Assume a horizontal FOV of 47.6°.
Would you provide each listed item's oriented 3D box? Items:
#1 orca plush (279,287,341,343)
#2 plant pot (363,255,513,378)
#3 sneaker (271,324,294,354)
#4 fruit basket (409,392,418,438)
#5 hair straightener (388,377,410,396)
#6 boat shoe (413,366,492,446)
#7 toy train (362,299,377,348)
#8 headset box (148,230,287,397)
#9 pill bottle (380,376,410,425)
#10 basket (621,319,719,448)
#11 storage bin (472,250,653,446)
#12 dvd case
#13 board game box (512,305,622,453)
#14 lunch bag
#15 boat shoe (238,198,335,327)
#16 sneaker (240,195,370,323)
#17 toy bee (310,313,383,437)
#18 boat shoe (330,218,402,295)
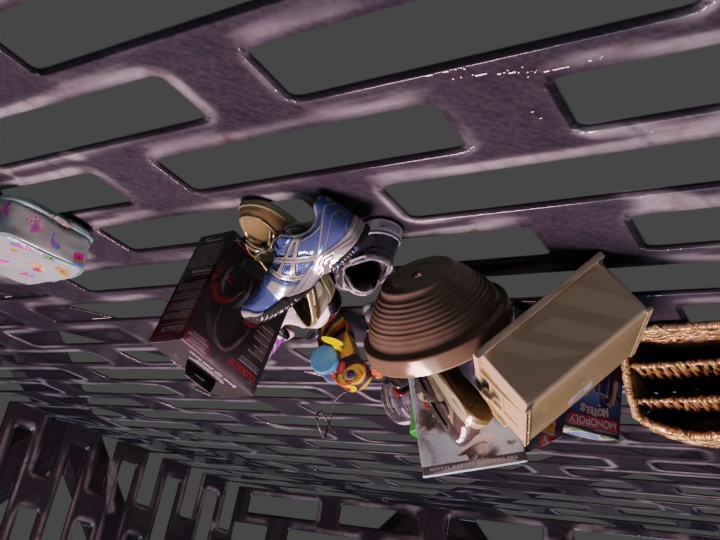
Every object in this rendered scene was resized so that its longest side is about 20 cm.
[{"bbox_3d":[-0.072,0.060,1.248,0.071,0.106,0.200,-15,160,-33],"label":"orca plush"},{"bbox_3d":[0.088,0.044,1.048,0.200,0.201,0.093,-8,114,38],"label":"plant pot"},{"bbox_3d":[-0.199,0.094,1.338,0.200,0.089,0.080,36,179,-42],"label":"sneaker"},{"bbox_3d":[0.192,0.188,1.296,0.155,0.216,0.215,38,149,-17],"label":"fruit basket"},{"bbox_3d":[0.131,0.120,1.214,0.199,0.041,0.077,-26,153,0],"label":"hair straightener"},{"bbox_3d":[0.100,0.150,1.088,0.071,0.201,0.066,20,112,-38],"label":"boat shoe"},{"bbox_3d":[0.074,0.103,1.273,0.113,0.086,0.200,-7,152,17],"label":"toy train"},{"bbox_3d":[-0.190,0.071,1.131,0.075,0.201,0.149,-8,138,38],"label":"headset box"},{"bbox_3d":[0.131,0.217,1.467,0.106,0.107,0.200,23,155,-26],"label":"pill bottle"},{"bbox_3d":[0.471,0.161,1.129,0.199,0.144,0.149,-7,152,36],"label":"basket"},{"bbox_3d":[0.251,0.109,1.029,0.094,0.200,0.199,48,171,25],"label":"storage bin"},{"bbox_3d":[0.142,0.177,1.138,0.145,0.201,0.022,-10,159,6],"label":"dvd case"},{"bbox_3d":[0.279,0.176,1.179,0.199,0.201,0.062,18,160,-17],"label":"board game box"},{"bbox_3d":[-0.502,-0.047,1.196,0.199,0.078,0.160,-7,150,36],"label":"lunch bag"},{"bbox_3d":[-0.100,-0.009,1.069,0.073,0.063,0.201,-1,138,30],"label":"boat shoe"},{"bbox_3d":[-0.081,-0.012,1.007,0.200,0.076,0.077,-42,101,17],"label":"sneaker"},{"bbox_3d":[-0.018,0.152,1.304,0.108,0.202,0.131,-15,171,14],"label":"toy bee"},{"bbox_3d":[0.000,0.000,1.076,0.071,0.068,0.200,18,156,-16],"label":"boat shoe"}]
